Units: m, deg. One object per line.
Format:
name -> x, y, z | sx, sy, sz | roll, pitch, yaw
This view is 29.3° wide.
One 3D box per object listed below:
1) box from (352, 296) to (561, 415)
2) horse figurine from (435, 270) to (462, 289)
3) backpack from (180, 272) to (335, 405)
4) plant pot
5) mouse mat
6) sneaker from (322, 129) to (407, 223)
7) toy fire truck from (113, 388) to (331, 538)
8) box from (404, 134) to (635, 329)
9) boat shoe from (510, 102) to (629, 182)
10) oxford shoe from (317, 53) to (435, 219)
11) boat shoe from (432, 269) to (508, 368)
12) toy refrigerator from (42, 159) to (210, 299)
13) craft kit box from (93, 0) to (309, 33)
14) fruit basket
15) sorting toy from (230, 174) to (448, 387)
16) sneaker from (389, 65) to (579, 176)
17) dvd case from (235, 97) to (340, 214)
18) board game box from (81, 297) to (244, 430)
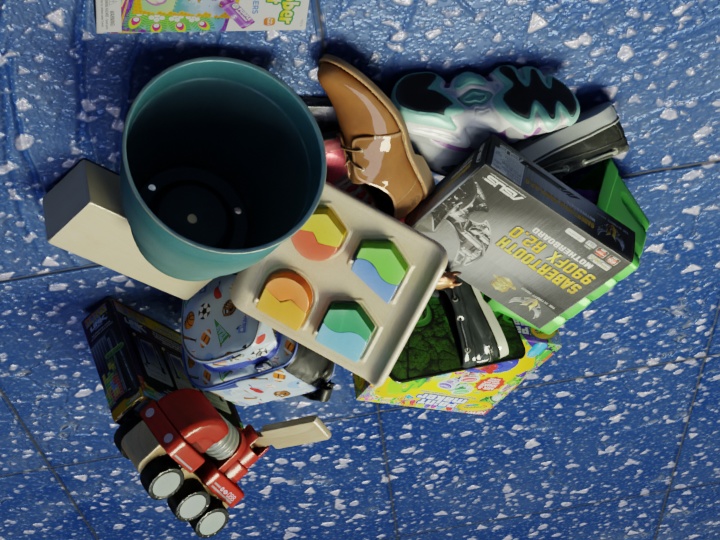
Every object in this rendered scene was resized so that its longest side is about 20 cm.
box -> 0.114, 0.079, 1.750 | 0.198, 0.123, 0.193 | 9, 144, -26
horse figurine -> 0.000, 0.000, 1.517 | 0.198, 0.050, 0.132 | 21, 168, -10
backpack -> -0.128, 0.068, 1.619 | 0.153, 0.202, 0.190 | 29, 139, -35
plant pot -> -0.152, -0.080, 1.383 | 0.198, 0.203, 0.188 | 2, 160, -17
mouse mat -> 0.091, 0.047, 1.620 | 0.198, 0.162, 0.008 | -8, 154, -32
sneaker -> 0.008, -0.081, 1.478 | 0.073, 0.088, 0.200 | -27, 145, 22
toy fire truck -> -0.155, 0.202, 1.609 | 0.200, 0.129, 0.176 | -42, 140, -5
box -> 0.167, -0.037, 1.463 | 0.199, 0.049, 0.158 | 33, 137, -17
boat shoe -> 0.195, -0.111, 1.486 | 0.198, 0.064, 0.071 | -25, -170, 5
oxford shoe -> 0.007, -0.130, 1.396 | 0.071, 0.071, 0.201 | -46, 123, -19
boat shoe -> 0.097, 0.021, 1.586 | 0.066, 0.201, 0.075 | -26, 176, -8
toy refrigerator -> -0.246, -0.044, 1.516 | 0.076, 0.071, 0.199 | -38, 139, 26
craft kit box -> -0.135, -0.289, 1.191 | 0.195, 0.049, 0.201 | -6, 148, -12
fruit basket -> 0.202, -0.045, 1.584 | 0.213, 0.156, 0.217 | 12, 130, 14
sorting toy -> -0.029, 0.009, 1.453 | 0.199, 0.036, 0.186 | 30, 118, 6
sneaker -> 0.125, -0.147, 1.457 | 0.197, 0.079, 0.140 | 3, 148, -2
dvd case -> -0.057, -0.117, 1.499 | 0.147, 0.016, 0.201 | -1, 147, -15
board game box -> -0.241, 0.140, 1.702 | 0.057, 0.166, 0.199 | -41, 138, 14
